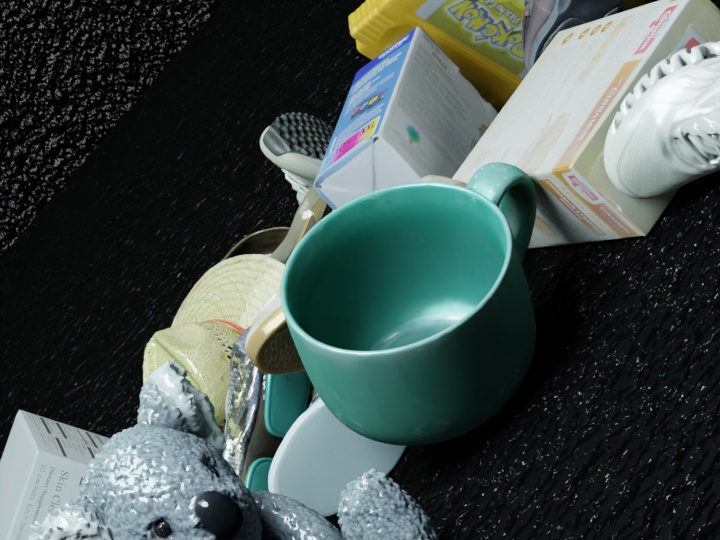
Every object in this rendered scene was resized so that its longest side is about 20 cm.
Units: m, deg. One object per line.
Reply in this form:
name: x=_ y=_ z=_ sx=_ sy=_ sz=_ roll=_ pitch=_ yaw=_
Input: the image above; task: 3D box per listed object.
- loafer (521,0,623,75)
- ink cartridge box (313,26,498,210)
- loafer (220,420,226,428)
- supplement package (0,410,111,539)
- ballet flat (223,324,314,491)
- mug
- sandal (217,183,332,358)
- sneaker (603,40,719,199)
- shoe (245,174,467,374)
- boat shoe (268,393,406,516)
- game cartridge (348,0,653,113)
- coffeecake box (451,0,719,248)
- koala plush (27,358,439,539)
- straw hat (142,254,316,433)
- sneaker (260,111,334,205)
loafer: x=0.159 y=-0.216 z=1.624 sx=0.201 sy=0.071 sz=0.063 roll=98 pitch=156 yaw=-47
ink cartridge box: x=0.051 y=-0.090 z=1.643 sx=0.076 sy=0.137 sz=0.201 roll=-32 pitch=22 yaw=32
loafer: x=-0.103 y=0.108 z=1.680 sx=0.200 sy=0.068 sz=0.076 roll=-52 pitch=-23 yaw=-2
supplement package: x=-0.229 y=0.227 z=1.601 sx=0.156 sy=0.110 sz=0.202 roll=-152 pitch=81 yaw=-74
ballet flat: x=-0.070 y=0.128 z=1.493 sx=0.072 sy=0.072 sz=0.202 roll=-23 pitch=56 yaw=58
mug: x=0.050 y=0.030 z=1.374 sx=0.184 sy=0.115 sz=0.152 roll=-22 pitch=41 yaw=-3
sandal: x=-0.080 y=-0.004 z=1.680 sx=0.200 sy=0.054 sz=0.081 roll=-55 pitch=5 yaw=40
sneaker: x=0.229 y=-0.099 z=1.295 sx=0.199 sy=0.075 sz=0.081 roll=-36 pitch=32 yaw=29
shoe: x=-0.002 y=0.000 z=1.470 sx=0.199 sy=0.070 sz=0.053 roll=-35 pitch=48 yaw=-17
boat shoe: x=0.001 y=0.093 z=1.487 sx=0.200 sy=0.071 sz=0.091 roll=-47 pitch=13 yaw=-19
game cartridge: x=0.113 y=-0.207 z=1.693 sx=0.200 sy=0.176 sz=0.033 roll=-40 pitch=40 yaw=31
coffeecake box: x=0.163 y=-0.098 z=1.469 sx=0.154 sy=0.073 sz=0.200 roll=-53 pitch=16 yaw=-15
koala plush: x=-0.092 y=0.170 z=1.300 sx=0.178 sy=0.200 sz=0.183 roll=-56 pitch=16 yaw=-22
straw hat: x=-0.113 y=0.082 z=1.578 sx=0.200 sy=0.085 sz=0.203 roll=-7 pitch=81 yaw=44
sneaker: x=-0.027 y=-0.068 z=1.798 sx=0.094 sy=0.070 sz=0.199 roll=-52 pitch=-29 yaw=18
